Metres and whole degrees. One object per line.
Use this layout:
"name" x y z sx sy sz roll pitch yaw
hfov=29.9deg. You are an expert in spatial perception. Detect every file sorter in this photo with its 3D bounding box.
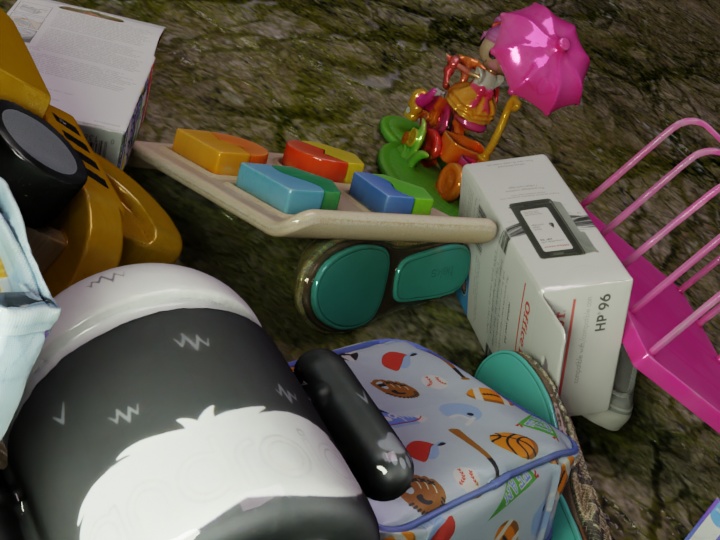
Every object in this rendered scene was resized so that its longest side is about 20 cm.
"file sorter" 0.256 0.004 0.963 0.139 0.125 0.200 37 22 -27

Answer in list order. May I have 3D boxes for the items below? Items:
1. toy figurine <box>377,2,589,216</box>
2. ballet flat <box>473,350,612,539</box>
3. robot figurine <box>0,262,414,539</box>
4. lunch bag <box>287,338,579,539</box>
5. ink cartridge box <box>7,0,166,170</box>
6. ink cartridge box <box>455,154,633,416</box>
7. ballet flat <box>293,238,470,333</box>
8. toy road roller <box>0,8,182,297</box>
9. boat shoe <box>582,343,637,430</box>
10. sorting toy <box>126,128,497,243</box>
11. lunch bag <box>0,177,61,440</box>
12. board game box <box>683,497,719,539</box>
"toy figurine" 0.115 -0.148 1.162 0.150 0.184 0.200 16 29 -31
"ballet flat" 0.113 0.136 0.800 0.075 0.068 0.200 42 21 -36
"robot figurine" -0.070 0.088 0.540 0.150 0.125 0.200 22 26 -47
"lunch bag" 0.007 0.098 0.690 0.160 0.076 0.200 28 21 33
"ink cartridge box" -0.194 -0.119 0.879 0.109 0.050 0.200 13 27 -6
"ink cartridge box" 0.127 0.022 0.928 0.068 0.116 0.200 -7 37 -12
"ballet flat" 0.000 0.000 0.911 0.071 0.071 0.200 44 28 22
"toy road roller" -0.184 -0.039 0.699 0.146 0.123 0.200 27 21 -48
"boat shoe" 0.183 0.045 1.024 0.072 0.069 0.200 30 25 -5
"sorting toy" -0.035 -0.059 0.899 0.185 0.037 0.200 0 17 -43
"lunch bag" -0.207 0.026 0.474 0.200 0.170 0.127 34 23 18
"board game box" 0.288 0.221 0.767 0.134 0.045 0.200 22 19 -37
